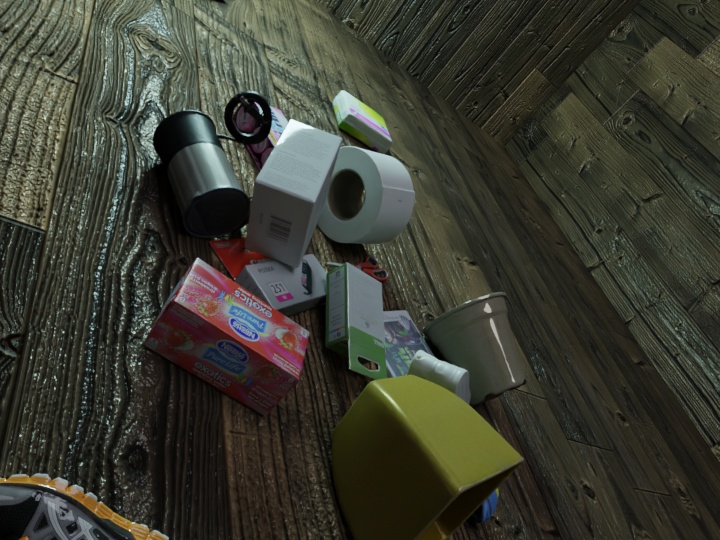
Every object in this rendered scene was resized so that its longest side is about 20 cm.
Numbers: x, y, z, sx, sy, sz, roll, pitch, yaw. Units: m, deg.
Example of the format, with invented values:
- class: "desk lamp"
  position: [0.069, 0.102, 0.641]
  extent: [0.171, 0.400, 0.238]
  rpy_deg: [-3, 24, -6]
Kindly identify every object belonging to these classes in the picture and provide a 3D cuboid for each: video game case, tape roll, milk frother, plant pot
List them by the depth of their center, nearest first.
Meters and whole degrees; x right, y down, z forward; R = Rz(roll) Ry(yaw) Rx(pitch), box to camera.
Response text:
- class: "plant pot"
  position: [0.071, 0.265, 0.798]
  extent: [0.193, 0.196, 0.201]
  rpy_deg: [6, 37, -50]
- class: "milk frother"
  position: [-0.229, -0.189, 0.968]
  extent: [0.178, 0.200, 0.191]
  rpy_deg: [10, 43, -53]
- class: "video game case"
  position: [0.088, 0.167, 1.119]
  extent: [0.180, 0.023, 0.203]
  rpy_deg: [3, 49, -52]
- class: "plant pot"
  position: [0.255, 0.176, 1.188]
  extent: [0.198, 0.199, 0.188]
  rpy_deg: [3, 59, -52]
- class: "tape roll"
  position: [0.005, -0.164, 1.256]
  extent: [0.138, 0.203, 0.205]
  rpy_deg: [-2, 52, -55]

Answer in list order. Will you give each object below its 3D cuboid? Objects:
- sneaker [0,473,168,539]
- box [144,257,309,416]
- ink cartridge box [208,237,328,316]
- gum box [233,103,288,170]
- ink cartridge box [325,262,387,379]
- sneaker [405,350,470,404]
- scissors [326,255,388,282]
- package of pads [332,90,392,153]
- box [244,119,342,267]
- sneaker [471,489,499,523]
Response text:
- class: "sneaker"
  position: [-0.252, 0.246, 0.488]
  extent: [0.198, 0.078, 0.078]
  rpy_deg: [35, 38, -17]
- class: "box"
  position: [-0.177, 0.093, 0.771]
  extent: [0.198, 0.096, 0.101]
  rpy_deg: [36, 29, -18]
- class: "ink cartridge box"
  position: [-0.148, -0.005, 1.001]
  extent: [0.175, 0.043, 0.198]
  rpy_deg: [54, 28, 13]
- class: "gum box"
  position: [-0.200, -0.290, 1.284]
  extent: [0.112, 0.066, 0.203]
  rpy_deg: [4, 48, -53]
- class: "ink cartridge box"
  position: [-0.009, 0.101, 1.000]
  extent: [0.103, 0.058, 0.205]
  rpy_deg: [30, 46, -41]
- class: "sneaker"
  position: [0.135, 0.217, 1.015]
  extent: [0.114, 0.203, 0.074]
  rpy_deg: [24, 55, 28]
- class: "scissors"
  position: [0.000, 0.000, 1.230]
  extent: [0.074, 0.014, 0.198]
  rpy_deg: [56, 27, 15]
- class: "package of pads"
  position: [0.006, -0.483, 1.828]
  extent: [0.197, 0.068, 0.157]
  rpy_deg: [26, 34, -35]
- class: "box"
  position: [-0.117, -0.139, 0.995]
  extent: [0.104, 0.154, 0.203]
  rpy_deg: [18, 44, -2]
- class: "sneaker"
  position: [0.156, 0.330, 0.952]
  extent: [0.201, 0.066, 0.078]
  rpy_deg: [52, 32, 11]
